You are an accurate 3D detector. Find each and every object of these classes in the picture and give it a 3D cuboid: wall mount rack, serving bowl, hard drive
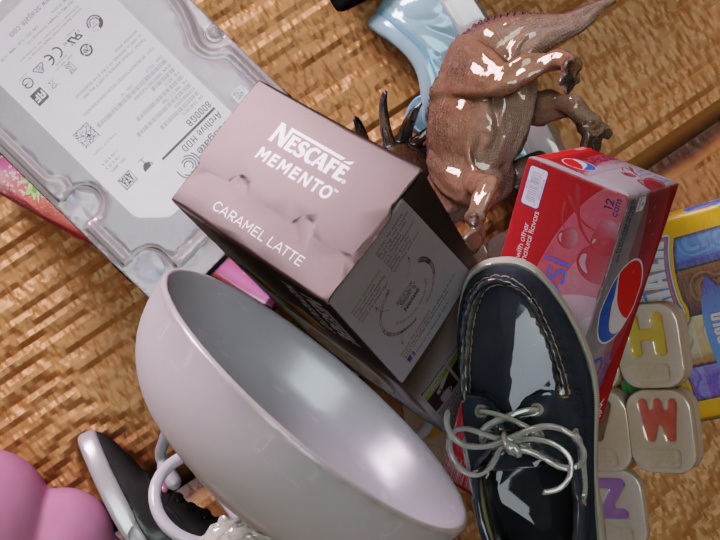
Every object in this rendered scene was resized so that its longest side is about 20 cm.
[{"bbox_3d":[-0.026,0.143,0.739,0.200,0.075,0.174,-23,62,-33],"label":"wall mount rack"},{"bbox_3d":[-0.041,0.086,0.641,0.200,0.200,0.066,40,98,-2],"label":"serving bowl"},{"bbox_3d":[-0.132,-0.092,0.703,0.200,0.038,0.140,45,84,-2],"label":"hard drive"}]

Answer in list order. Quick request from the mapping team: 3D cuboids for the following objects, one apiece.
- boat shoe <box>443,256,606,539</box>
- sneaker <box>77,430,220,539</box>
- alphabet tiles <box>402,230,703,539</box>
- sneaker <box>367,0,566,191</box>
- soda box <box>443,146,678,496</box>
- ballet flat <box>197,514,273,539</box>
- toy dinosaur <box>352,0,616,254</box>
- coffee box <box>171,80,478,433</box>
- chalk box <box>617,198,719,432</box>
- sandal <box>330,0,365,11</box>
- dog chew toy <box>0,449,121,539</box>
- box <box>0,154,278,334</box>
[{"bbox_3d":[0.084,0.095,0.640,0.075,0.062,0.201,-2,103,21],"label":"boat shoe"},{"bbox_3d":[-0.091,0.164,0.785,0.099,0.071,0.200,-36,91,-11],"label":"sneaker"},{"bbox_3d":[0.107,0.073,0.756,0.199,0.015,0.197,-5,95,37],"label":"alphabet tiles"},{"bbox_3d":[0.075,-0.098,0.802,0.082,0.074,0.200,-31,88,14],"label":"sneaker"},{"bbox_3d":[0.109,0.036,0.694,0.063,0.070,0.201,26,113,29],"label":"soda box"},{"bbox_3d":[0.000,0.181,0.677,0.199,0.072,0.072,18,88,-34],"label":"ballet flat"},{"bbox_3d":[0.063,-0.090,0.730,0.135,0.086,0.201,34,102,37],"label":"toy dinosaur"},{"bbox_3d":[0.000,0.000,0.674,0.114,0.200,0.080,31,80,30],"label":"coffee box"},{"bbox_3d":[0.218,0.018,0.756,0.199,0.124,0.124,-15,90,29],"label":"chalk box"},{"bbox_3d":[0.060,-0.235,0.792,0.200,0.075,0.048,-30,94,-3],"label":"sandal"},{"bbox_3d":[-0.243,0.158,0.750,0.199,0.125,0.125,13,88,-11],"label":"dog chew toy"},{"bbox_3d":[-0.125,-0.049,0.768,0.199,0.095,0.100,29,87,-3],"label":"box"}]
